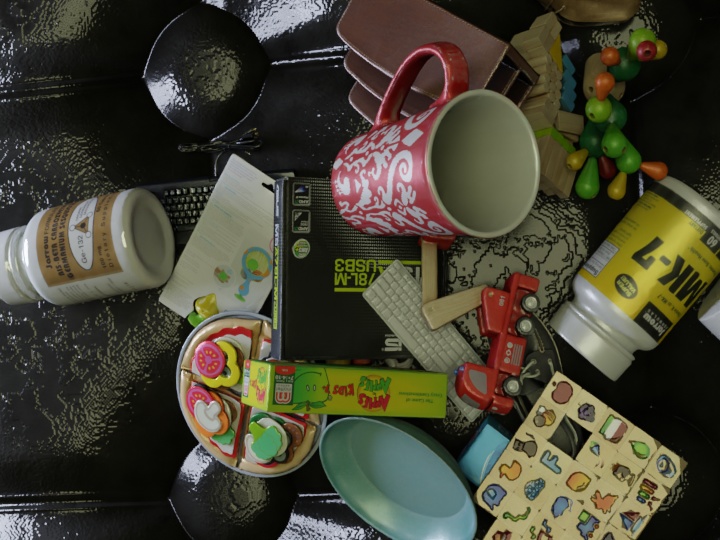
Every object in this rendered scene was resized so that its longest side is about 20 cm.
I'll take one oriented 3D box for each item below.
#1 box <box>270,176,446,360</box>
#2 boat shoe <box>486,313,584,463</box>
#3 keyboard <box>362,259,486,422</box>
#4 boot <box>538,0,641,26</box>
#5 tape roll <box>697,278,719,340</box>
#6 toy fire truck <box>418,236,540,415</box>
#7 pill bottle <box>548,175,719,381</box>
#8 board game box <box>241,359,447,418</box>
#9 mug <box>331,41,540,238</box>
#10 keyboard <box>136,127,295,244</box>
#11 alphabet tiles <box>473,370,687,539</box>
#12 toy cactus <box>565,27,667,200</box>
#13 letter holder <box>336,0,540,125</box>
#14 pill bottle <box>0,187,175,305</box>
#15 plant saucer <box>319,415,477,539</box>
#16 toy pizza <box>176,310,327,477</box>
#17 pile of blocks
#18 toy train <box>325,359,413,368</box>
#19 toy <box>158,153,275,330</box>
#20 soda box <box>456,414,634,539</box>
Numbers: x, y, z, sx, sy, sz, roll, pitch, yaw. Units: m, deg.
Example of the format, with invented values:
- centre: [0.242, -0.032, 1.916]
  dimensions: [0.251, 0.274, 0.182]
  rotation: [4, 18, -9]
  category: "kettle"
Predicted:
- centre: [0.000, 0.000, 1.105]
  dimensions: [0.197, 0.047, 0.197]
  rotation: [2, 88, -21]
  category: "box"
- centre: [0.194, 0.121, 1.109]
  dimensions: [0.072, 0.063, 0.203]
  rotation: [-23, 87, 8]
  category: "boat shoe"
- centre: [0.082, 0.080, 1.110]
  dimensions: [0.056, 0.011, 0.201]
  rotation: [-45, 107, -16]
  category: "keyboard"
- centre: [0.213, -0.310, 1.104]
  dimensions: [0.196, 0.074, 0.077]
  rotation: [4, 101, 7]
  category: "boot"
- centre: [0.456, 0.024, 0.997]
  dimensions: [0.139, 0.203, 0.203]
  rotation: [44, 96, 7]
  category: "tape roll"
- centre: [0.116, 0.040, 1.070]
  dimensions: [0.139, 0.049, 0.203]
  rotation: [16, 77, -2]
  category: "toy fire truck"
- centre: [0.299, 0.010, 1.066]
  dimensions: [0.114, 0.114, 0.201]
  rotation: [39, 96, 7]
  category: "pill bottle"
- centre: [-0.018, 0.125, 1.064]
  dimensions: [0.197, 0.101, 0.049]
  rotation: [5, 86, -21]
  category: "board game box"
- centre: [0.070, -0.114, 0.997]
  dimensions: [0.132, 0.199, 0.180]
  rotation: [22, 77, -28]
  category: "mug"
- centre: [-0.172, -0.100, 1.189]
  dimensions: [0.196, 0.021, 0.130]
  rotation: [-5, 90, 8]
  category: "keyboard"
- centre: [0.222, 0.238, 1.065]
  dimensions: [0.166, 0.008, 0.202]
  rotation: [34, 93, 7]
  category: "alphabet tiles"
- centre: [0.270, -0.177, 1.053]
  dimensions: [0.100, 0.166, 0.202]
  rotation: [1, 131, 3]
  category: "toy cactus"
- centre: [0.064, -0.207, 1.079]
  dimensions: [0.199, 0.100, 0.143]
  rotation: [36, 98, 28]
  category: "letter holder"
- centre: [-0.326, -0.021, 1.164]
  dimensions: [0.197, 0.114, 0.117]
  rotation: [-11, 89, 17]
  category: "pill bottle"
- centre: [0.046, 0.226, 1.101]
  dimensions: [0.197, 0.036, 0.202]
  rotation: [22, 137, 22]
  category: "plant saucer"
- centre: [-0.131, 0.146, 1.146]
  dimensions: [0.197, 0.032, 0.204]
  rotation: [6, 107, 21]
  category: "toy pizza"
- centre: [0.200, -0.179, 1.116]
  dimensions: [0.062, 0.081, 0.204]
  rotation: [-7, 79, 49]
  category: "pile of blocks"
- centre: [-0.042, 0.075, 1.151]
  dimensions: [0.199, 0.056, 0.151]
  rotation: [38, 96, 7]
  category: "toy train"
- centre: [-0.141, -0.020, 1.164]
  dimensions: [0.114, 0.047, 0.202]
  rotation: [32, 104, 6]
  category: "toy"
- centre: [0.201, 0.250, 1.106]
  dimensions: [0.199, 0.068, 0.065]
  rotation: [37, 95, 7]
  category: "soda box"
